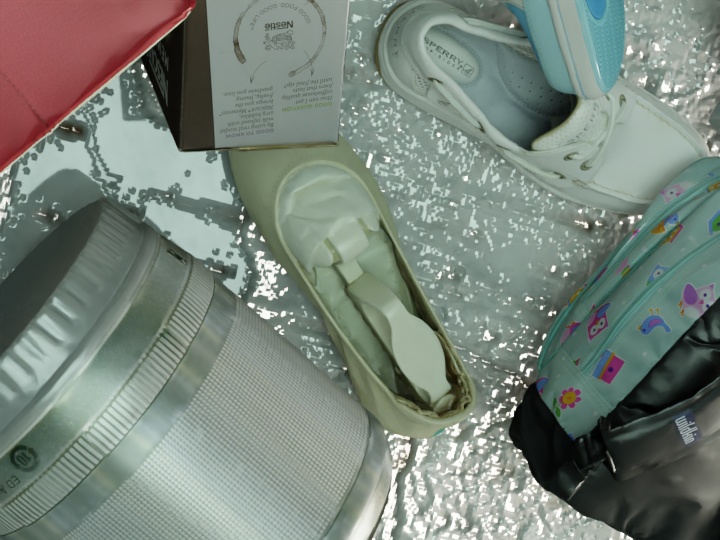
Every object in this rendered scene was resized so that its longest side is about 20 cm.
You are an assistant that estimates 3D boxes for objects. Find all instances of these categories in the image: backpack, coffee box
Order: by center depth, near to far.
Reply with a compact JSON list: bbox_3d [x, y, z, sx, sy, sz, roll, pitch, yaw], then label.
[{"bbox_3d":[-0.053,-0.168,0.877,0.079,0.115,0.201,-4,122,-15],"label":"coffee box"},{"bbox_3d":[0.182,0.042,0.991,0.166,0.127,0.200,28,104,-42],"label":"backpack"}]

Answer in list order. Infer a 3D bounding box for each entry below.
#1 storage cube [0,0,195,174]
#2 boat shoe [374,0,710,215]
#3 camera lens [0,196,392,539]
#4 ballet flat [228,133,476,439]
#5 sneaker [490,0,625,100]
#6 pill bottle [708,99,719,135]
[{"bbox_3d":[-0.205,-0.137,0.838,0.171,0.200,0.180,-41,112,-6],"label":"storage cube"},{"bbox_3d":[0.103,-0.079,0.990,0.199,0.069,0.071,22,91,-17],"label":"boat shoe"},{"bbox_3d":[-0.096,0.086,0.915,0.200,0.160,0.160,42,87,-16],"label":"camera lens"},{"bbox_3d":[0.000,0.000,0.977,0.069,0.069,0.201,-33,104,-8],"label":"ballet flat"},{"bbox_3d":[0.049,-0.171,0.940,0.130,0.080,0.201,-12,103,27],"label":"sneaker"},{"bbox_3d":[0.266,-0.145,1.000,0.112,0.112,0.201,31,89,-17],"label":"pill bottle"}]
